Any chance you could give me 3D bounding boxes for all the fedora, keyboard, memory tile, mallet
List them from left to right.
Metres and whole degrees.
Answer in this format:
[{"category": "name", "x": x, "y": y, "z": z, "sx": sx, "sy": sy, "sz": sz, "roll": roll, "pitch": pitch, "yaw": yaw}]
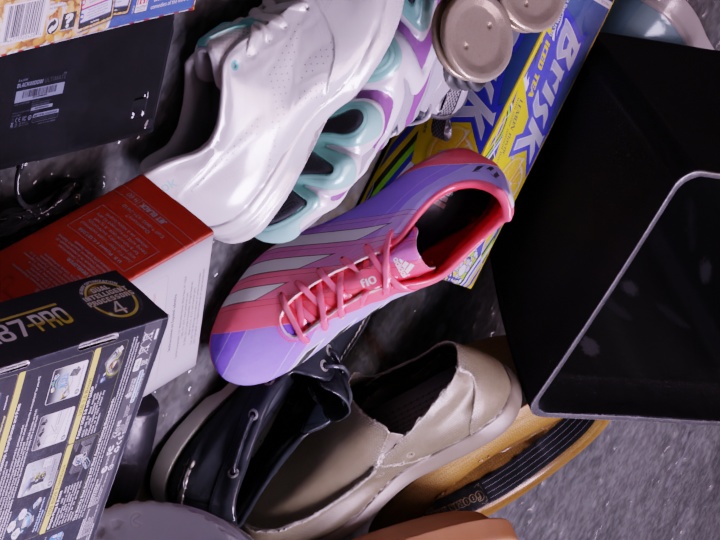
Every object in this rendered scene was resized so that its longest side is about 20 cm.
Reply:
[{"category": "keyboard", "x": -0.170, "y": -0.069, "z": 1.462, "sx": 0.199, "sy": 0.021, "sz": 0.128, "roll": -17, "pitch": 128, "yaw": -51}, {"category": "mallet", "x": -0.182, "y": 0.099, "z": 1.575, "sx": 0.199, "sy": 0.041, "sz": 0.066, "roll": -2, "pitch": 118, "yaw": -53}, {"category": "fedora", "x": 0.076, "y": 0.100, "z": 1.909, "sx": 0.200, "sy": 0.082, "sz": 0.201, "roll": -30, "pitch": 162, "yaw": -11}, {"category": "memory tile", "x": 0.083, "y": -0.210, "z": 1.608, "sx": 0.200, "sy": 0.017, "sz": 0.154, "roll": -41, "pitch": 111, "yaw": -33}]

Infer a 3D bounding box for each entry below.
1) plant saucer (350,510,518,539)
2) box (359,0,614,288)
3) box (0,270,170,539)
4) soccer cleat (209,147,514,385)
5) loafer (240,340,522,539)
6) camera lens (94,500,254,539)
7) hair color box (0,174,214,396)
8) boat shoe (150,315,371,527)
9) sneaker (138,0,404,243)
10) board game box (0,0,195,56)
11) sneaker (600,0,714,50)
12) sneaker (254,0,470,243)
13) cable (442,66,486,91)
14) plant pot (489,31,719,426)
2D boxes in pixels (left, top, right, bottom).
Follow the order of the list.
[{"category": "plant saucer", "x": 0.003, "y": 0.195, "z": 1.856, "sx": 0.199, "sy": 0.033, "sz": 0.200, "roll": -20, "pitch": 167, "yaw": -5}, {"category": "box", "x": 0.074, "y": -0.095, "z": 1.781, "sx": 0.070, "sy": 0.064, "sz": 0.201, "roll": 17, "pitch": 100, "yaw": -61}, {"category": "box", "x": -0.186, "y": 0.107, "z": 1.427, "sx": 0.161, "sy": 0.049, "sz": 0.201, "roll": -20, "pitch": 139, "yaw": -48}, {"category": "soccer cleat", "x": 0.000, "y": 0.000, "z": 1.683, "sx": 0.199, "sy": 0.076, "sz": 0.067, "roll": -35, "pitch": 111, "yaw": -4}, {"category": "loafer", "x": 0.000, "y": 0.101, "z": 1.791, "sx": 0.199, "sy": 0.076, "sz": 0.068, "roll": -33, "pitch": 130, "yaw": 3}, {"category": "camera lens", "x": -0.100, "y": 0.226, "z": 1.669, "sx": 0.160, "sy": 0.159, "sz": 0.200, "roll": -55, "pitch": 158, "yaw": -10}, {"category": "hair color box", "x": -0.169, "y": 0.041, "z": 1.495, "sx": 0.200, "sy": 0.061, "sz": 0.102, "roll": -31, "pitch": 147, "yaw": -37}, {"category": "boat shoe", "x": -0.038, "y": 0.074, "z": 1.747, "sx": 0.199, "sy": 0.066, "sz": 0.075, "roll": -46, "pitch": 148, "yaw": -26}, {"category": "sneaker", "x": -0.048, "y": -0.117, "z": 1.571, "sx": 0.088, "sy": 0.075, "sz": 0.201, "roll": 32, "pitch": 84, "yaw": -41}, {"category": "board game box", "x": -0.123, "y": -0.209, "z": 1.382, "sx": 0.151, "sy": 0.046, "sz": 0.201, "roll": -20, "pitch": 131, "yaw": -50}, {"category": "sneaker", "x": 0.198, "y": -0.119, "z": 1.959, "sx": 0.082, "sy": 0.074, "sz": 0.200, "roll": -53, "pitch": 140, "yaw": -7}, {"category": "sneaker", "x": 0.013, "y": -0.090, "z": 1.673, "sx": 0.201, "sy": 0.078, "sz": 0.140, "roll": -59, "pitch": 151, "yaw": -3}, {"category": "cable", "x": 0.067, "y": -0.194, "z": 1.649, "sx": 0.097, "sy": 0.050, "sz": 0.201, "roll": 39, "pitch": 62, "yaw": -72}, {"category": "plant pot", "x": 0.190, "y": -0.036, "z": 1.842, "sx": 0.198, "sy": 0.178, "sz": 0.201, "roll": 5, "pitch": 130, "yaw": -35}]
